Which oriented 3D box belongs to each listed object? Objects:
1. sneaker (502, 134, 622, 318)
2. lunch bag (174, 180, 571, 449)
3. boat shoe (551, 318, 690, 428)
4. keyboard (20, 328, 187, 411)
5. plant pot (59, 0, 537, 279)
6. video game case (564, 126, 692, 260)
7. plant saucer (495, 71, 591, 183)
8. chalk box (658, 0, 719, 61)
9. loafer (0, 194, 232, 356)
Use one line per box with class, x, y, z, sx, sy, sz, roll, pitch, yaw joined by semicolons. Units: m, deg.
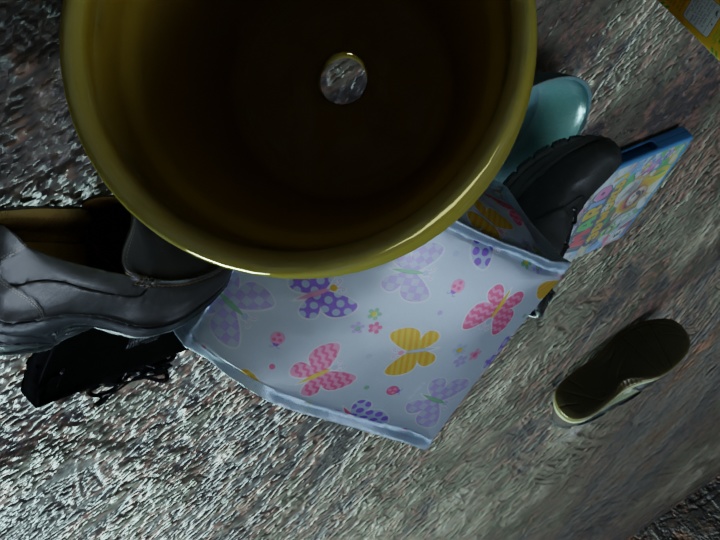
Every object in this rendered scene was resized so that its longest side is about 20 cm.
sneaker;0.121;-0.016;1.189;0.200;0.091;0.076;-42;158;-2
lunch bag;0.000;0.000;1.034;0.200;0.127;0.170;19;115;-39
boat shoe;0.305;0.124;1.950;0.201;0.072;0.066;-31;167;-23
keyboard;-0.146;0.033;1.006;0.200;0.040;0.104;-19;140;-59
plant pot;-0.018;-0.096;0.762;0.201;0.201;0.189;-42;176;4
video game case;0.203;-0.053;1.467;0.200;0.018;0.143;-22;153;-41
plant saucer;0.080;-0.076;1.174;0.200;0.036;0.200;-34;159;-16
chalk box;0.315;-0.235;1.137;0.200;0.124;0.124;-26;155;-35
loafer;-0.135;-0.007;0.885;0.200;0.073;0.072;-16;144;-51
